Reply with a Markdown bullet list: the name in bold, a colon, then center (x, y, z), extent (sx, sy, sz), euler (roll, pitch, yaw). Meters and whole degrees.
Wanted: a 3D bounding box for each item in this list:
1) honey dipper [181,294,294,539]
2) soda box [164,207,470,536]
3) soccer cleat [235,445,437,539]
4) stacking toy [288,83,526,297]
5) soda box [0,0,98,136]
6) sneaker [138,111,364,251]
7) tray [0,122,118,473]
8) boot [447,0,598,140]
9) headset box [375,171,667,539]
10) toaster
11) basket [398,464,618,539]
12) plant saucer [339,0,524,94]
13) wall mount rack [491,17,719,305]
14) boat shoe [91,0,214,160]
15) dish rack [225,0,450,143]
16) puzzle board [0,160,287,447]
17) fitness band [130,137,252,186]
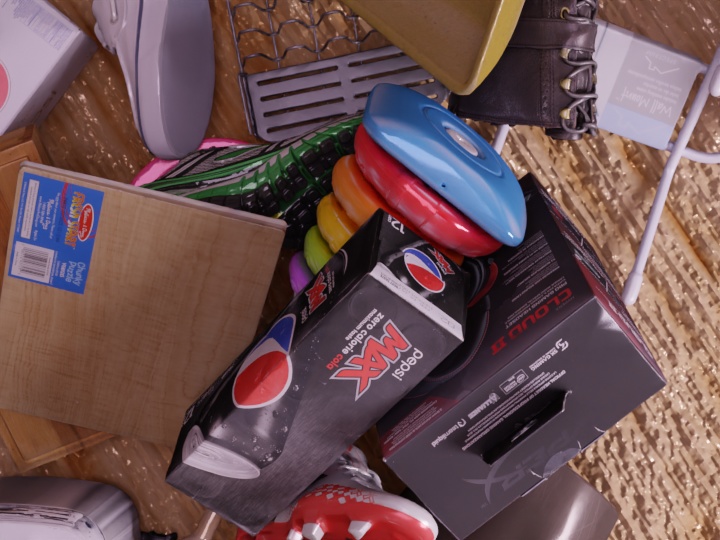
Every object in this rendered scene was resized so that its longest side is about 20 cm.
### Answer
- **honey dipper**: center (-0.061, 0.095, 0.991), extent (0.038, 0.038, 0.202), euler (25, 89, 1)
- **soda box**: center (-0.026, 0.061, 0.895), extent (0.070, 0.064, 0.200), euler (34, 122, -16)
- **soccer cleat**: center (-0.011, 0.138, 0.945), extent (0.068, 0.200, 0.086), euler (37, 63, -16)
- **stacking toy**: center (0.000, 0.000, 0.934), extent (0.116, 0.110, 0.201), euler (36, 108, -7)
- **soda box**: center (-0.255, -0.087, 1.016), extent (0.063, 0.068, 0.201), euler (37, 90, 1)
- **sneaker**: center (-0.065, -0.056, 0.976), extent (0.198, 0.079, 0.085), euler (-22, 44, -17)
- **tray**: center (-0.207, 0.021, 0.988), extent (0.098, 0.037, 0.202), euler (-21, 115, 0)
- **boot**: center (0.126, -0.162, 0.900), extent (0.069, 0.199, 0.177), euler (-3, 94, -39)
- **headset box**: center (0.081, 0.049, 0.918), extent (0.148, 0.201, 0.075), euler (-39, 113, 12)
- **toaster**: center (-0.215, 0.191, 0.981), extent (0.197, 0.129, 0.115), euler (0, 90, 1)
- **basket**: center (0.058, 0.199, 0.969), extent (0.136, 0.180, 0.201), euler (41, 81, -32)
- **plant saucer**: center (0.052, -0.230, 0.899), extent (0.048, 0.200, 0.202), euler (-3, 123, -36)
- **wall mount rack**: center (0.148, -0.085, 1.010), extent (0.198, 0.075, 0.175), euler (20, 120, 2)
- **boat shoe**: center (-0.137, -0.165, 1.017), extent (0.065, 0.073, 0.203), euler (-8, 75, 24)
- **dish rack**: center (-0.023, -0.184, 1.020), extent (0.151, 0.055, 0.203), euler (-12, 89, 2)
- **puzzle board**: center (-0.136, 0.026, 0.933), extent (0.149, 0.018, 0.201), euler (14, 132, -7)
- **fitness band**: center (-0.078, 0.013, 1.027), extent (0.142, 0.037, 0.202), euler (-28, 90, 0)
